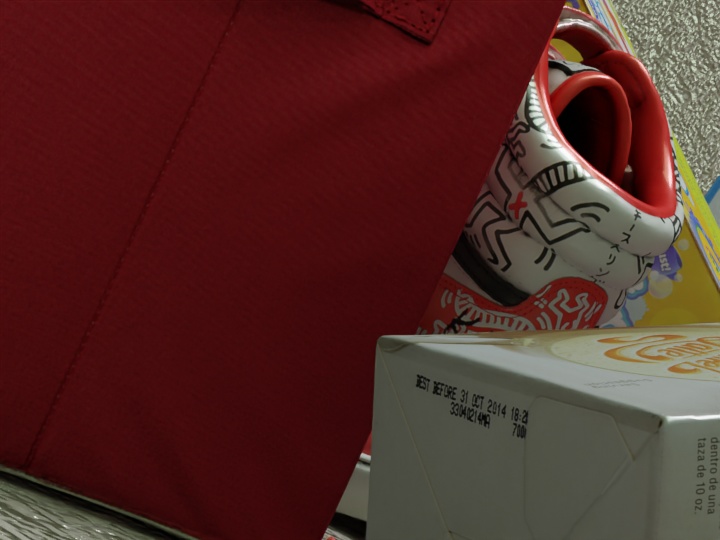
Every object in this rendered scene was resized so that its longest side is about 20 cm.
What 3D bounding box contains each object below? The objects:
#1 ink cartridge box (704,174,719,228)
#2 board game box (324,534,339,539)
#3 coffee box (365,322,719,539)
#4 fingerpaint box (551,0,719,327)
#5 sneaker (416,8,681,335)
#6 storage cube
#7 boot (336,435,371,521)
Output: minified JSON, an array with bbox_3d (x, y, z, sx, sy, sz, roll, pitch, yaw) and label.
[{"bbox_3d":[0.191,0.060,1.205,0.085,0.145,0.200,33,-2,31],"label":"ink cartridge box"},{"bbox_3d":[0.094,0.114,0.408,0.200,0.046,0.151,24,2,-22],"label":"board game box"},{"bbox_3d":[0.114,0.056,0.598,0.200,0.080,0.114,-1,9,-29],"label":"coffee box"},{"bbox_3d":[0.075,-0.036,0.938,0.200,0.073,0.167,65,10,8],"label":"fingerpaint box"},{"bbox_3d":[0.030,-0.043,0.766,0.067,0.108,0.202,25,28,-31],"label":"sneaker"},{"bbox_3d":[-0.079,-0.050,0.691,0.171,0.180,0.200,24,1,-30],"label":"storage cube"},{"bbox_3d":[0.000,0.000,0.866,0.200,0.145,0.072,27,3,38],"label":"boot"}]
